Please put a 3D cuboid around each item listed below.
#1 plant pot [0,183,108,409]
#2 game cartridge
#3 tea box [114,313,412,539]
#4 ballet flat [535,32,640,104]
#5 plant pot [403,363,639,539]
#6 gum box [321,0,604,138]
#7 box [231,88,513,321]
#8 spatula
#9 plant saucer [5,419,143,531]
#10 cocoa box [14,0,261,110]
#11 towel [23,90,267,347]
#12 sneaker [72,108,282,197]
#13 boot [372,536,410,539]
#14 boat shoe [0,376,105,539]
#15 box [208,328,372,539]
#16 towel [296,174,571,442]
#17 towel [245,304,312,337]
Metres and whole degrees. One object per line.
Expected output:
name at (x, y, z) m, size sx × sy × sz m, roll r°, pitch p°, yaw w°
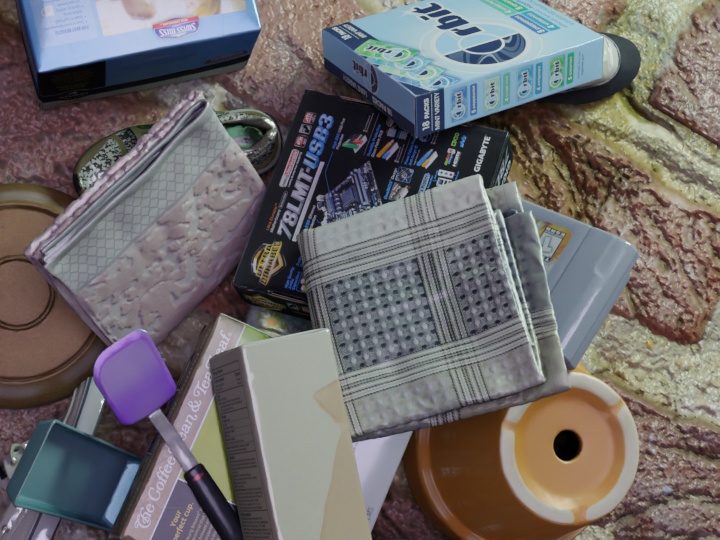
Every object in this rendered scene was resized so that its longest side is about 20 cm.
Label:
plant pot at (-0.302, 0.021, 1.135) m, size 0.197 × 0.027 × 0.203 m, roll 1°, pitch 83°, yaw -11°
game cartridge at (0.125, 0.004, 1.113) m, size 0.134 × 0.199 × 0.042 m, roll -54°, pitch 140°, yaw -15°
tea box at (-0.083, 0.171, 1.110) m, size 0.195 × 0.134 × 0.202 m, roll 26°, pitch 78°, yaw -9°
ballet flat at (0.192, -0.196, 1.248) m, size 0.197 × 0.073 × 0.074 m, roll -9°, pitch 85°, yaw -14°
plant pot at (0.153, 0.156, 1.138) m, size 0.197 × 0.183 × 0.203 m, roll 1°, pitch 83°, yaw -12°
gum box at (0.090, -0.197, 1.166) m, size 0.198 × 0.170 × 0.045 m, roll -20°, pitch 128°, yaw -21°
box at (0.012, -0.046, 1.121) m, size 0.196 × 0.050 × 0.202 m, roll 13°, pitch 70°, yaw 18°
spatula at (-0.143, 0.144, 1.021) m, size 0.056 × 0.021 × 0.201 m, roll -32°, pitch 90°, yaw -17°
plant saucer at (-0.232, 0.169, 1.054) m, size 0.019 × 0.200 × 0.071 m, roll 20°, pitch 78°, yaw 15°
cocoa box at (-0.201, -0.237, 1.133) m, size 0.197 × 0.131 × 0.135 m, roll -14°, pitch 86°, yaw -13°
towel at (-0.166, -0.030, 1.098) m, size 0.200 × 0.191 × 0.032 m, roll -46°, pitch 57°, yaw -10°
sneaker at (-0.160, -0.110, 1.149) m, size 0.198 × 0.089 × 0.078 m, roll -17°, pitch 87°, yaw -14°
boot at (0.083, 0.334, 1.149) m, size 0.198 × 0.070 × 0.148 m, roll 21°, pitch 65°, yaw -19°
boat shoe at (-0.279, 0.179, 1.102) m, size 0.069 × 0.071 × 0.202 m, roll 23°, pitch 84°, yaw -7°
box at (-0.053, 0.154, 0.998) m, size 0.077 × 0.095 × 0.203 m, roll -9°, pitch 85°, yaw -24°
towel at (0.056, 0.027, 1.035) m, size 0.197 × 0.035 × 0.195 m, roll -15°, pitch 65°, yaw 6°
towel at (0.000, 0.000, 1.193) m, size 0.169 × 0.048 × 0.202 m, roll 23°, pitch 79°, yaw -10°
